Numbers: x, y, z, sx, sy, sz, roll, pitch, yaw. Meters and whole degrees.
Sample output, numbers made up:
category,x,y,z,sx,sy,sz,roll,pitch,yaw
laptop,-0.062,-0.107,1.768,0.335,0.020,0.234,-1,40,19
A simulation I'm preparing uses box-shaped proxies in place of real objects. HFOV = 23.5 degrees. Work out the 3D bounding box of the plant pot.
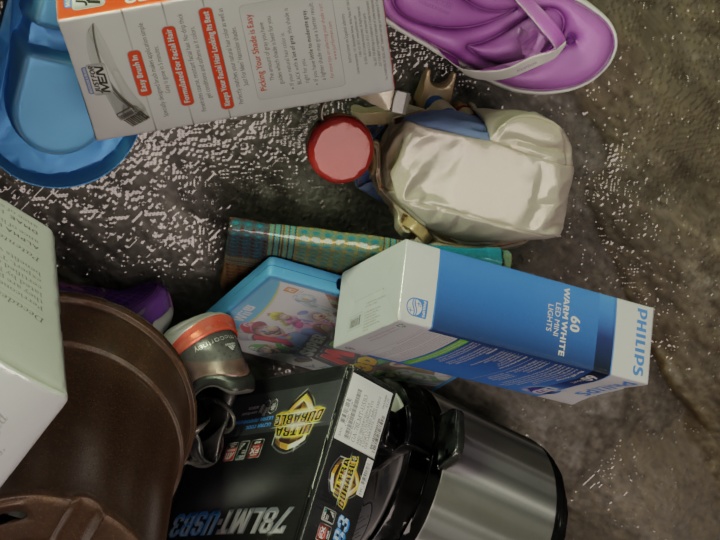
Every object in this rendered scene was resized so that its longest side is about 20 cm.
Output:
category,x,y,z,sx,sy,sz,roll,pitch,yaw
plant pot,-0.205,0.148,1.134,0.198,0.199,0.202,-2,119,-5

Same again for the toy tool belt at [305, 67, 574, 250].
category,x,y,z,sx,sy,sz,roll,pitch,yaw
toy tool belt,0.048,-0.080,1.242,0.198,0.123,0.126,10,102,-14

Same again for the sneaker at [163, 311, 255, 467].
category,x,y,z,sx,sy,sz,roll,pitch,yaw
sneaker,-0.143,0.120,1.276,0.077,0.082,0.200,-8,145,-45

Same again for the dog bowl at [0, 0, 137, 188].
category,x,y,z,sx,sy,sz,roll,pitch,yaw
dog bowl,-0.193,-0.156,1.164,0.110,0.050,0.202,9,114,-24

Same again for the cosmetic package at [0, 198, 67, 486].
category,x,y,z,sx,sy,sz,roll,pitch,yaw
cosmetic package,-0.271,0.040,0.926,0.164,0.200,0.165,33,106,-25

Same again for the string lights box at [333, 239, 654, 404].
category,x,y,z,sx,sy,sz,roll,pitch,yaw
string lights box,0.093,0.040,1.203,0.198,0.103,0.060,15,71,-24

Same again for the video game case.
category,x,y,z,sx,sy,sz,roll,pitch,yaw
video game case,-0.007,0.046,1.292,0.198,0.018,0.143,16,153,-22

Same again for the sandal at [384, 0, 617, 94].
category,x,y,z,sx,sy,sz,roll,pitch,yaw
sandal,0.098,-0.170,1.244,0.201,0.050,0.083,13,112,-22

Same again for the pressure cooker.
category,x,y,z,sx,sy,sz,roll,pitch,yaw
pressure cooker,0.036,0.180,1.337,0.199,0.178,0.177,28,92,-26

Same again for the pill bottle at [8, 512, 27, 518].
category,x,y,z,sx,sy,sz,roll,pitch,yaw
pill bottle,-0.228,0.229,1.320,0.199,0.109,0.109,22,109,-25

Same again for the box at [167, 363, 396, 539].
category,x,y,z,sx,sy,sz,roll,pitch,yaw
box,-0.073,0.174,1.240,0.049,0.199,0.200,31,66,-27

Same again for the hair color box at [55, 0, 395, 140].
category,x,y,z,sx,sy,sz,roll,pitch,yaw
hair color box,-0.084,-0.156,1.095,0.198,0.064,0.111,-10,142,-1

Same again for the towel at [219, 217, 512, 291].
category,x,y,z,sx,sy,sz,roll,pitch,yaw
towel,0.000,0.000,1.245,0.198,0.147,0.022,8,72,-5

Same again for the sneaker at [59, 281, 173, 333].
category,x,y,z,sx,sy,sz,roll,pitch,yaw
sneaker,-0.234,0.030,1.240,0.198,0.080,0.089,-13,103,-12
